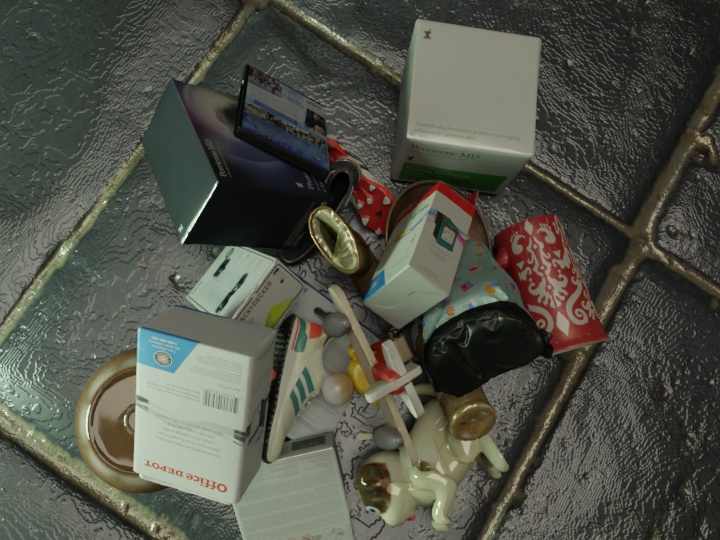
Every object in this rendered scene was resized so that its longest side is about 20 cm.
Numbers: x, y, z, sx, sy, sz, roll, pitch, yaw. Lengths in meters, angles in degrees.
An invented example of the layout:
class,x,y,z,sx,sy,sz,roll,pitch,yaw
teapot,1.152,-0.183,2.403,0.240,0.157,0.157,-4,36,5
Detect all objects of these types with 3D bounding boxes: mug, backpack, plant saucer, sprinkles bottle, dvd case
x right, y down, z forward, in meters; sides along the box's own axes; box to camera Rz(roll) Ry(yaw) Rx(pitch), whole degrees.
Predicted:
class,x,y,z,sx,sy,sz,roll,pitch,yaw
mug,0.272,0.028,0.908,0.176,0.133,0.203,-2,73,-40
backpack,0.152,0.053,0.796,0.165,0.201,0.128,-23,115,15
plant saucer,0.118,-0.039,0.933,0.197,0.037,0.204,6,77,-27
sprinkles bottle,0.129,0.147,0.855,0.067,0.201,0.069,-6,123,-10
plant saucer,-0.303,0.207,0.827,0.197,0.037,0.204,1,80,-4
dvd case,-0.113,-0.222,0.871,0.141,0.018,0.202,23,36,-24

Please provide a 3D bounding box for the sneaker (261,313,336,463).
class,x,y,z,sx,sy,sz,roll,pitch,yaw
sneaker,-0.083,0.168,0.824,0.092,0.070,0.203,17,76,-24

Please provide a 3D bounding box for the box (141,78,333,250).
class,x,y,z,sx,sy,sz,roll,pitch,yaw
box,-0.175,-0.144,0.845,0.196,0.123,0.202,0,51,-45

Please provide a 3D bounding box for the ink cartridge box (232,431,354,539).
class,x,y,z,sx,sy,sz,roll,pitch,yaw
ink cartridge box,-0.096,0.344,0.859,0.157,0.047,0.203,-12,108,-2

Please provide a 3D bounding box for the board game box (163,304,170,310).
class,x,y,z,sx,sy,sz,roll,pitch,yaw
board game box,-0.243,0.157,0.890,0.196,0.062,0.204,3,80,-4

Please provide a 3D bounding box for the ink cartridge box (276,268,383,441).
class,x,y,z,sx,sy,sz,roll,pitch,yaw
ink cartridge box,-0.091,0.135,0.885,0.196,0.043,0.202,38,70,-15

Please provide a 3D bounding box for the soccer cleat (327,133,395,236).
class,x,y,z,sx,sy,sz,roll,pitch,yaw
soccer cleat,0.000,-0.141,0.963,0.068,0.085,0.200,-39,104,24

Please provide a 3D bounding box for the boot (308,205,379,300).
class,x,y,z,sx,sy,sz,roll,pitch,yaw
boot,0.000,0.000,0.864,0.066,0.200,0.176,-40,82,3

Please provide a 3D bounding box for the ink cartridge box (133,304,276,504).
class,x,y,z,sx,sy,sz,roll,pitch,yaw
ink cartridge box,-0.192,0.162,0.728,0.144,0.086,0.203,13,110,9

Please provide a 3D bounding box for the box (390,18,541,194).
class,x,y,z,sx,sy,sz,roll,pitch,yaw
box,0.160,-0.250,0.937,0.195,0.171,0.204,8,76,-3

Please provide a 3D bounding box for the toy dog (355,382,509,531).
class,x,y,z,sx,sy,sz,roll,pitch,yaw
toy dog,0.086,0.279,0.855,0.198,0.140,0.195,-32,75,-8

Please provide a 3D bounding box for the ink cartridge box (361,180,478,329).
class,x,y,z,sx,sy,sz,roll,pitch,yaw
ink cartridge box,0.085,-0.034,0.800,0.067,0.116,0.202,34,50,-13

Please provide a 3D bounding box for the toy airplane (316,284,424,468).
class,x,y,z,sx,sy,sz,roll,pitch,yaw
toy airplane,0.013,0.144,0.789,0.139,0.200,0.202,-24,49,3

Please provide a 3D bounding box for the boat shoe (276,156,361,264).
class,x,y,z,sx,sy,sz,roll,pitch,yaw
boat shoe,-0.071,-0.085,0.909,0.072,0.063,0.201,36,109,-9

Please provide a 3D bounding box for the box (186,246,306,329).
class,x,y,z,sx,sy,sz,roll,pitch,yaw
box,-0.169,0.031,0.849,0.060,0.199,0.117,42,76,-29
